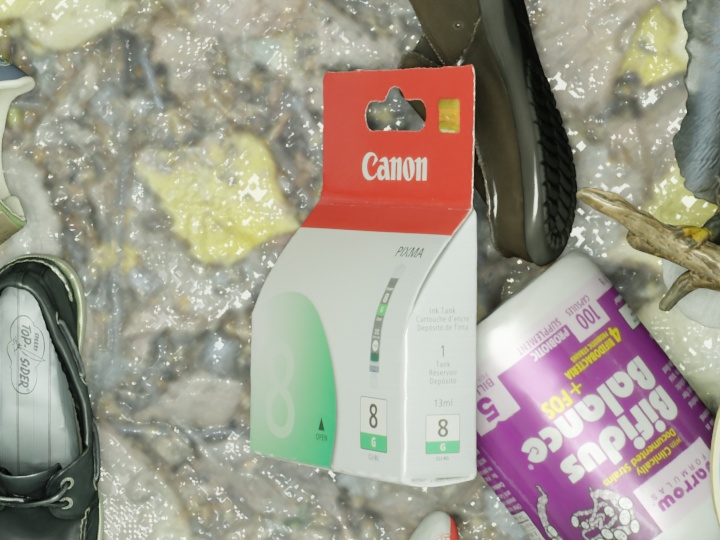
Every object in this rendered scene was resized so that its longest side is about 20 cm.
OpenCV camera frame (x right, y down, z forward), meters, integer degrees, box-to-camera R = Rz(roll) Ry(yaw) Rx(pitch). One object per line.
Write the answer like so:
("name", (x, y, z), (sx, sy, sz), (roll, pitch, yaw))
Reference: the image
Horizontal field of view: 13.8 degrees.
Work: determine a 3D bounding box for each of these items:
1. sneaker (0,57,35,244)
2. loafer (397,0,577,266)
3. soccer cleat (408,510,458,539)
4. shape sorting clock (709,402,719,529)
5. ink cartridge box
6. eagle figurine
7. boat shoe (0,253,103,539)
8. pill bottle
("sneaker", (-0.219, -0.022, 1.532), (0.090, 0.067, 0.201), (9, 90, 10))
("loafer", (0.057, -0.091, 1.500), (0.071, 0.073, 0.200), (-18, 69, 15))
("soccer cleat", (-0.005, 0.207, 1.499), (0.085, 0.069, 0.200), (23, 73, -5))
("shape sorting clock", (0.266, 0.091, 1.426), (0.199, 0.039, 0.201), (-1, 97, -4))
("ink cartridge box", (0.000, 0.000, 1.472), (0.050, 0.161, 0.201), (-3, 94, -29))
("eagle figurine", (0.222, -0.068, 1.482), (0.152, 0.151, 0.200), (49, 59, -37))
("boat shoe", (-0.171, 0.092, 1.533), (0.074, 0.066, 0.200), (5, 92, 4))
("pill bottle", (0.127, 0.099, 1.486), (0.112, 0.112, 0.200), (-38, 89, 5))
